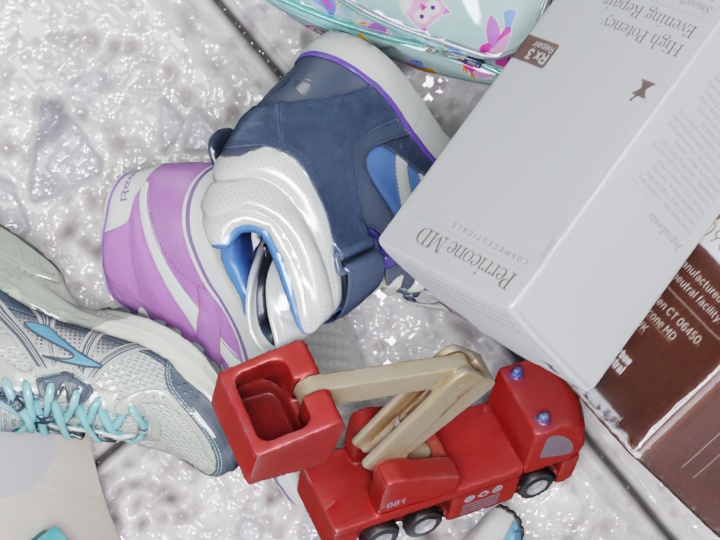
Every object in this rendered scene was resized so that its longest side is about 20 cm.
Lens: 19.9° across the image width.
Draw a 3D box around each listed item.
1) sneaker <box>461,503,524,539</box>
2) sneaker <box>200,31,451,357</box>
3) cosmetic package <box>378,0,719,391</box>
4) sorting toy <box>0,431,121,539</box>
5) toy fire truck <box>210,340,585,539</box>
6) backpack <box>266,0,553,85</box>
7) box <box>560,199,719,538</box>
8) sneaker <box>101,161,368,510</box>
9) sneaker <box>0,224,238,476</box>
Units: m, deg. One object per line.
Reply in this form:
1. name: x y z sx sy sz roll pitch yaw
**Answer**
1. sneaker: 0.003 0.191 1.067 0.087 0.075 0.200 40 89 16
2. sneaker: 0.000 0.000 0.994 0.200 0.080 0.147 51 59 -32
3. cosmetic package: 0.110 -0.060 0.889 0.200 0.102 0.074 -53 129 -7
4. sorting toy: -0.215 0.133 1.073 0.199 0.107 0.181 -1 75 3
5. toy fire truck: 0.025 0.076 0.994 0.199 0.141 0.049 -16 57 -20
6. backpack: 0.025 -0.189 1.000 0.199 0.153 0.177 18 100 8
7. box: 0.192 0.030 0.955 0.164 0.166 0.200 -44 129 4
8. sneaker: -0.069 0.032 1.067 0.114 0.073 0.201 2 120 42
9. sneaker: -0.152 0.059 1.039 0.199 0.078 0.086 28 50 15
